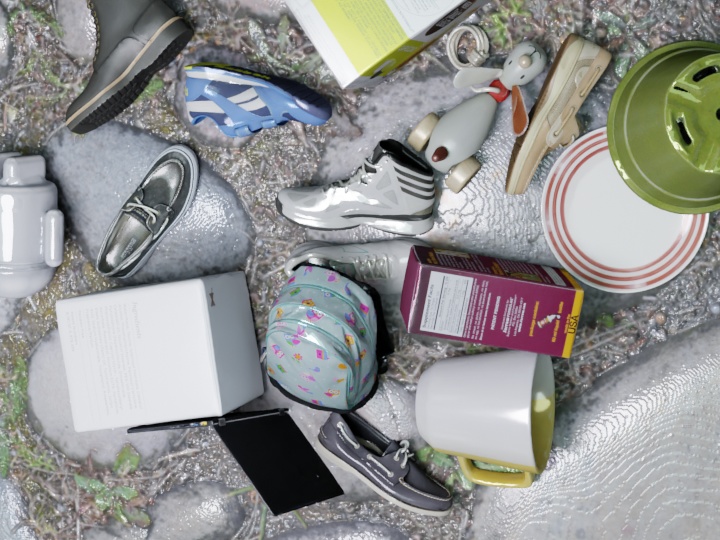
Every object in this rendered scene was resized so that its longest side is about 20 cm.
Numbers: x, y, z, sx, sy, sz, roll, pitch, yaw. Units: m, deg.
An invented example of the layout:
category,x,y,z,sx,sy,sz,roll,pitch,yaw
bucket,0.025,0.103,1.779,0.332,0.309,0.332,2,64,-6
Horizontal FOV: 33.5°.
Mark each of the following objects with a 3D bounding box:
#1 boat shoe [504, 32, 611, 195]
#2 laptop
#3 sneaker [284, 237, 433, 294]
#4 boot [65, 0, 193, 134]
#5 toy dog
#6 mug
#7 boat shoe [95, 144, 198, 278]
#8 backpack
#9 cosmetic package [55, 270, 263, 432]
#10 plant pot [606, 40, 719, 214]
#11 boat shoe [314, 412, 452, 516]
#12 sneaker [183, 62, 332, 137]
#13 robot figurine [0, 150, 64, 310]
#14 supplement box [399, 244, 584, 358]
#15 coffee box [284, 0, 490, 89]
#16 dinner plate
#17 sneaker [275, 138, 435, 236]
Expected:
category,x,y,z,sx,sy,sz,roll,pitch,yaw
boat shoe,0.231,-0.174,1.407,0.064,0.071,0.202,23,106,-4
laptop,-0.151,0.236,1.478,0.197,0.187,0.118,-8,84,25
sneaker,0.000,0.000,1.487,0.197,0.080,0.072,-2,99,11
boot,-0.325,-0.284,1.511,0.200,0.077,0.139,-42,86,3
toy dog,0.134,-0.186,1.413,0.130,0.096,0.202,22,104,7
mug,0.150,0.185,1.461,0.151,0.149,0.190,0,94,20
boat shoe,-0.273,-0.069,1.534,0.072,0.071,0.201,32,105,4
backpack,-0.044,0.086,1.450,0.165,0.128,0.201,14,146,6
cosmetic package,-0.249,0.099,1.504,0.197,0.167,0.169,-8,91,14
plant pot,0.376,-0.164,1.301,0.197,0.190,0.203,0,92,7
boat shoe,0.036,0.244,1.529,0.198,0.073,0.063,29,108,10
sneaker,-0.129,-0.202,1.481,0.197,0.074,0.083,16,105,16
robot figurine,-0.452,-0.051,1.554,0.168,0.112,0.203,10,103,31
supplement box,0.153,0.035,1.421,0.197,0.110,0.087,9,102,-5
coffee box,0.023,-0.346,1.353,0.197,0.200,0.201,-33,92,15
dinner plate,0.316,-0.074,1.434,0.197,0.024,0.203,2,102,11
sneaker,-0.004,-0.112,1.452,0.197,0.076,0.117,4,123,2
